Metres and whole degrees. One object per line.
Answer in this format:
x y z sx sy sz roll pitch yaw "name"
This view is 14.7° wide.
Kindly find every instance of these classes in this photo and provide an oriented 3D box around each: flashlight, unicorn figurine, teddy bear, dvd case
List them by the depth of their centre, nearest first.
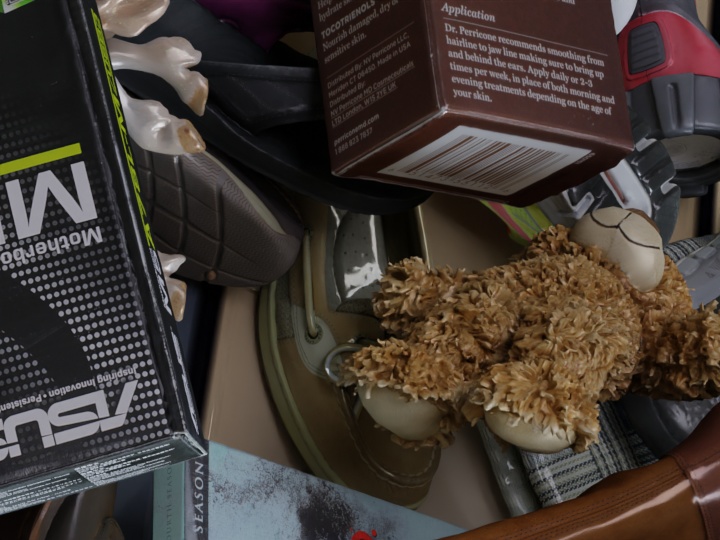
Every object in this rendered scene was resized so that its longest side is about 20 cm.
-0.129 -0.016 1.016 0.137 0.074 0.201 6 84 -7 "unicorn figurine"
-0.003 0.155 1.060 0.200 0.022 0.147 23 56 -42 "dvd case"
0.073 0.021 1.071 0.200 0.145 0.067 -17 108 -43 "teddy bear"
0.144 -0.135 1.308 0.068 0.068 0.201 6 60 -13 "flashlight"

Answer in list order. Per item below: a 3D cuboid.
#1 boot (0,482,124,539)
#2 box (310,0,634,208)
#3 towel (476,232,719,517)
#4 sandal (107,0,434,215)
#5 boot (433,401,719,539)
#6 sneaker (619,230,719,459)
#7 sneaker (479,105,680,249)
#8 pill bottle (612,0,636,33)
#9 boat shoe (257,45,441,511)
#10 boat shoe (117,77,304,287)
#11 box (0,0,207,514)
-0.113 0.114 1.016 0.097 0.074 0.200 61 34 -30 "boot"
0.034 -0.132 1.070 0.100 0.075 0.201 9 67 -37 "box"
0.138 0.090 1.223 0.192 0.035 0.201 -15 76 -42 "towel"
-0.041 -0.081 1.069 0.200 0.048 0.076 27 40 -25 "sandal"
0.093 0.122 1.070 0.199 0.188 0.069 -24 73 -20 "boot"
0.191 -0.001 1.210 0.075 0.115 0.200 47 46 -8 "sneaker"
0.050 -0.078 1.182 0.078 0.090 0.200 -45 115 -29 "sneaker"
0.078 -0.203 1.256 0.112 0.112 0.201 24 57 -25 "pill bottle"
0.002 -0.001 1.138 0.073 0.063 0.201 8 64 -33 "boat shoe"
-0.097 -0.073 1.094 0.200 0.074 0.073 39 52 -17 "boat shoe"
-0.171 -0.003 0.951 0.199 0.048 0.194 -15 73 4 "box"
